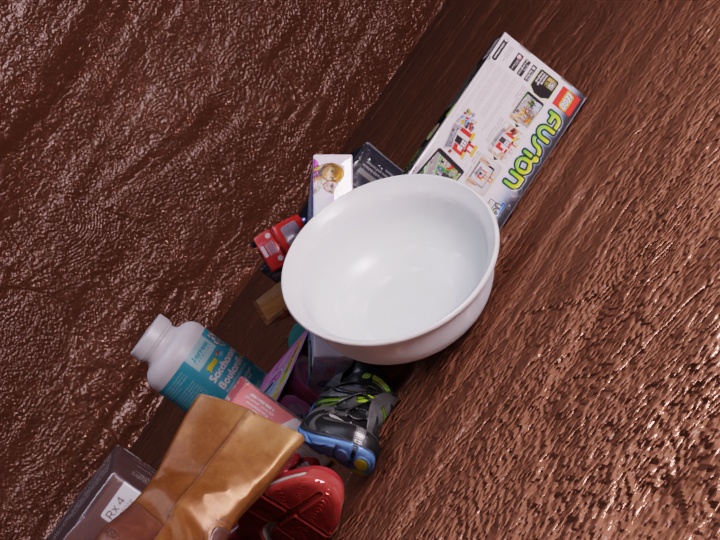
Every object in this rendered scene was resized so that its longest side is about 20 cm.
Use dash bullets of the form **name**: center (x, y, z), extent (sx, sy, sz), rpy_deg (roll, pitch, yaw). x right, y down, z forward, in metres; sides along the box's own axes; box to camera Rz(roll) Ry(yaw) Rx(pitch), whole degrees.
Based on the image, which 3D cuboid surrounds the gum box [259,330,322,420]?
- **gum box**: center (-0.077, 0.152, 1.426), extent (0.114, 0.066, 0.200), rpy_deg (-49, 9, 32)

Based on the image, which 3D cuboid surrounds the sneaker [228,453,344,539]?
- **sneaker**: center (-0.060, 0.193, 1.142), extent (0.200, 0.078, 0.116), rpy_deg (-43, 15, 47)

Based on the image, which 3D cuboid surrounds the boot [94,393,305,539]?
- **boot**: center (-0.103, 0.211, 1.012), extent (0.200, 0.188, 0.069), rpy_deg (-53, -29, -32)

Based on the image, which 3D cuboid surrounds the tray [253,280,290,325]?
- **tray**: center (-0.032, 0.006, 1.566), extent (0.099, 0.037, 0.200), rpy_deg (-37, -8, 37)

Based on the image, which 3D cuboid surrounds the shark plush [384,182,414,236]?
- **shark plush**: center (0.024, -0.009, 1.271), extent (0.091, 0.083, 0.200), rpy_deg (-62, -16, -21)

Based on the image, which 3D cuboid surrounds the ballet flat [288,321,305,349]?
- **ballet flat**: center (-0.031, 0.065, 1.565), extent (0.073, 0.073, 0.200), rpy_deg (-58, 3, -27)

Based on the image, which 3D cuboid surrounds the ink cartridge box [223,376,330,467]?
- **ink cartridge box**: center (-0.128, 0.221, 1.260), extent (0.200, 0.116, 0.067), rpy_deg (-54, 9, -5)

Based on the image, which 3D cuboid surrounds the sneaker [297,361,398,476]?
- **sneaker**: center (-0.009, 0.124, 1.147), extent (0.083, 0.071, 0.200), rpy_deg (-59, 5, 7)

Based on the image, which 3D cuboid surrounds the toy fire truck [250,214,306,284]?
- **toy fire truck**: center (-0.051, -0.039, 1.518), extent (0.141, 0.049, 0.200), rpy_deg (-32, -7, -2)

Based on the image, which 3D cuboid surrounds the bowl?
- **bowl**: center (0.037, 0.014, 1.143), extent (0.200, 0.091, 0.202), rpy_deg (-13, 45, 13)

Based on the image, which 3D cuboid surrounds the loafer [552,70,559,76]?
- **loafer**: center (0.140, -0.133, 1.357), extent (0.200, 0.073, 0.071), rpy_deg (-52, 10, 13)

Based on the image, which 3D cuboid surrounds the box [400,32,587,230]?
- **box**: center (0.127, -0.124, 1.269), extent (0.200, 0.110, 0.035), rpy_deg (-55, 8, -13)

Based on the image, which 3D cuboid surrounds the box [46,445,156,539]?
- **box**: center (-0.248, 0.314, 1.386), extent (0.166, 0.164, 0.200), rpy_deg (-53, 9, -4)

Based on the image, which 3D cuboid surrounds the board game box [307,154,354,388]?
- **board game box**: center (-0.032, 0.008, 1.302), extent (0.200, 0.041, 0.201), rpy_deg (106, 164, -75)

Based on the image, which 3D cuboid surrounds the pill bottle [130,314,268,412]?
- **pill bottle**: center (-0.218, 0.146, 1.773), extent (0.111, 0.200, 0.111), rpy_deg (-52, 9, 12)

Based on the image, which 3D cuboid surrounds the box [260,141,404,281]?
- **box**: center (-0.027, -0.055, 1.819), extent (0.200, 0.117, 0.197), rpy_deg (-54, 8, -13)
